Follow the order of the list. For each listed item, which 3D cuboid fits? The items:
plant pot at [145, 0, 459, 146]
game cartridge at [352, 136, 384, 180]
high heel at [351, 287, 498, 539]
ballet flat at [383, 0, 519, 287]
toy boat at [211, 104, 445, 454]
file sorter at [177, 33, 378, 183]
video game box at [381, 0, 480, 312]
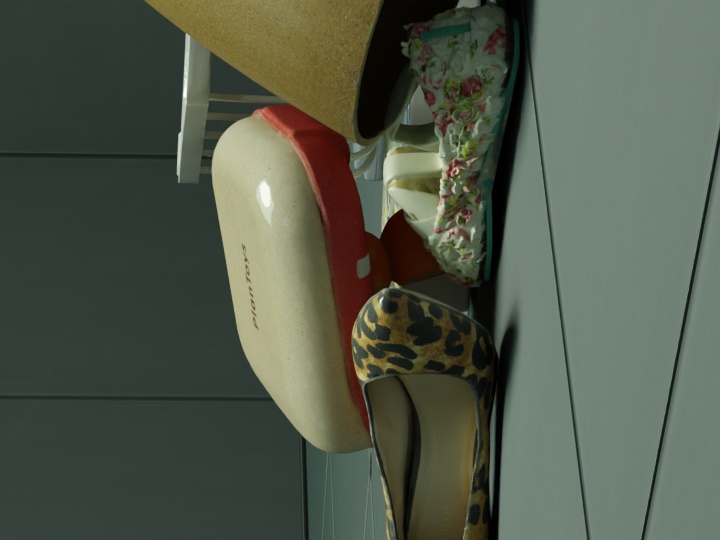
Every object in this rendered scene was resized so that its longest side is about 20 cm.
[{"bbox_3d":[-0.052,-0.186,1.434,0.186,0.200,0.186,22,-90,-79],"label":"plant pot"},{"bbox_3d":[0.011,-0.183,2.227,0.200,0.040,0.133,-94,2,-51],"label":"game cartridge"},{"bbox_3d":[0.033,0.102,1.441,0.200,0.071,0.143,63,-151,-61],"label":"high heel"},{"bbox_3d":[0.043,-0.066,1.449,0.200,0.064,0.076,94,175,-49],"label":"ballet flat"},{"bbox_3d":[0.000,0.000,1.542,0.131,0.131,0.200,-136,34,-61],"label":"toy boat"},{"bbox_3d":[-0.043,-0.138,1.645,0.200,0.124,0.139,112,160,-78],"label":"file sorter"},{"bbox_3d":[0.041,-0.095,1.657,0.182,0.047,0.200,-95,6,-76],"label":"video game box"}]
